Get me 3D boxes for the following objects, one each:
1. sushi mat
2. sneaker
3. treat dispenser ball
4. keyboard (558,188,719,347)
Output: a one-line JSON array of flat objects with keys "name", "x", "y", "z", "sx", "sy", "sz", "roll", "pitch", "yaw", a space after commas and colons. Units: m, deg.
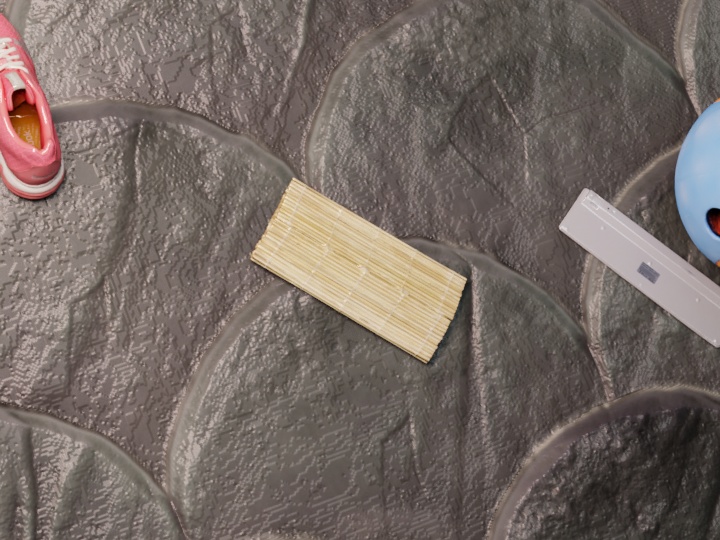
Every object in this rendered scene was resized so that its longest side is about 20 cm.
[{"name": "sushi mat", "x": 0.000, "y": 0.000, "z": 1.616, "sx": 0.199, "sy": 0.012, "sz": 0.096, "roll": 30, "pitch": 65, "yaw": -4}, {"name": "sneaker", "x": -0.317, "y": -0.170, "z": 1.552, "sx": 0.073, "sy": 0.087, "sz": 0.201, "roll": -21, "pitch": 78, "yaw": -22}, {"name": "treat dispenser ball", "x": 0.406, "y": -0.085, "z": 1.652, "sx": 0.199, "sy": 0.201, "sz": 0.203, "roll": 5, "pitch": 70, "yaw": -13}, {"name": "keyboard", "x": 0.290, "y": -0.003, "z": 1.699, "sx": 0.199, "sy": 0.011, "sz": 0.056, "roll": 37, "pitch": 71, "yaw": 0}]
